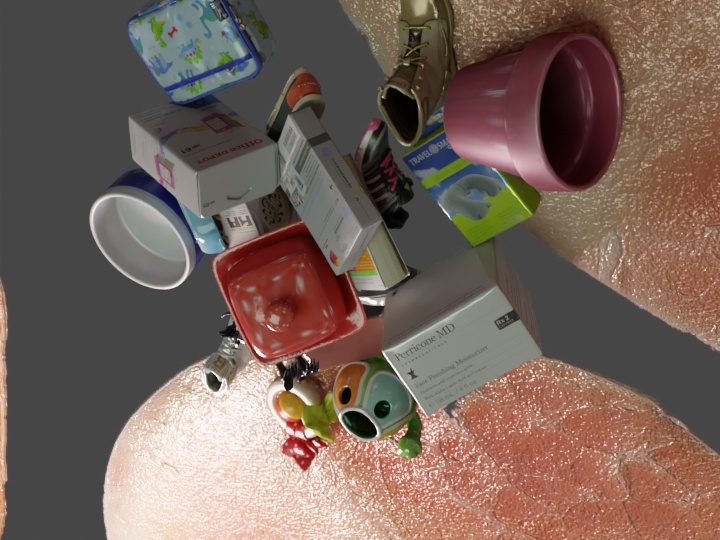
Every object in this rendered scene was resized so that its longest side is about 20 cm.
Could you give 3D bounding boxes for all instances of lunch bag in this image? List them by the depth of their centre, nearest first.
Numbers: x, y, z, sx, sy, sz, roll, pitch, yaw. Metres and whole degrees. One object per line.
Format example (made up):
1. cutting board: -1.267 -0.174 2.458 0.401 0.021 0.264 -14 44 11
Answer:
1. lunch bag: -0.232 -0.338 1.651 0.199 0.083 0.161 -11 122 35

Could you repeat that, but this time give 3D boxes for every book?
1. book: -0.017 -0.068 1.685 0.133 0.048 0.201 -5 113 62

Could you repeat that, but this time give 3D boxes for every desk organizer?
1. desk organizer: -0.012 0.102 1.884 0.199 0.072 0.077 -17 118 36

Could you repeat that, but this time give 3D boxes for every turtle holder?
1. turtle holder: 0.028 0.232 1.919 0.140 0.132 0.187 0 127 26

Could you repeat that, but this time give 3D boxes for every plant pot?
1. plant pot: 0.214 -0.205 1.456 0.178 0.200 0.201 8 130 43

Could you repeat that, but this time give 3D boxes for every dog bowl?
1. dog bowl: -0.358 -0.070 1.917 0.198 0.079 0.201 17 135 18

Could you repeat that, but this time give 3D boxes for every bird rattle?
1. bird rattle: -0.104 0.262 2.065 0.163 0.113 0.200 48 146 3

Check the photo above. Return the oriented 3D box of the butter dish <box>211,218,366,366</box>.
1. butter dish: -0.114 0.050 1.692 0.198 0.148 0.201 -21 104 10

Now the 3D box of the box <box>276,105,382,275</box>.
1. box: -0.054 -0.113 1.623 0.201 0.041 0.156 58 154 15

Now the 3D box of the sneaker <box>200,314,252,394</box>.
1. sneaker: -0.223 0.138 1.993 0.073 0.116 0.201 28 132 8

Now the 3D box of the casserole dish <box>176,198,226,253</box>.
1. casserole dish: -0.270 -0.108 1.797 0.201 0.039 0.121 61 173 16

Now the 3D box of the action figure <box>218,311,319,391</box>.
1. action figure: -0.152 0.103 1.862 0.200 0.118 0.103 42 125 31

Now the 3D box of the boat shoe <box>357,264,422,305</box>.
1. boat shoe: 0.000 0.000 1.792 0.198 0.075 0.093 -6 129 32

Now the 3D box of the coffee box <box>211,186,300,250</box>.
1. coffee box: -0.155 -0.058 1.805 0.079 0.113 0.201 -5 122 31

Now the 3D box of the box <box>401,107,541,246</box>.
1. box: 0.153 -0.141 1.622 0.122 0.048 0.200 -29 109 40

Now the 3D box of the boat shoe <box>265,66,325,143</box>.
1. boat shoe: -0.108 -0.220 1.690 0.063 0.071 0.200 67 148 23

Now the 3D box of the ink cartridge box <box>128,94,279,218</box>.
1. ink cartridge box: -0.234 -0.177 1.681 0.200 0.144 0.085 39 141 37

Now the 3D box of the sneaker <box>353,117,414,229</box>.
1. sneaker: 0.040 -0.137 1.670 0.087 0.074 0.201 15 134 15

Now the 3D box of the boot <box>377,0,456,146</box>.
1. boot: 0.069 -0.283 1.481 0.071 0.155 0.201 3 125 26

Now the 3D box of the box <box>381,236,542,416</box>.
1. box: 0.146 0.075 1.653 0.198 0.200 0.131 -31 109 16
